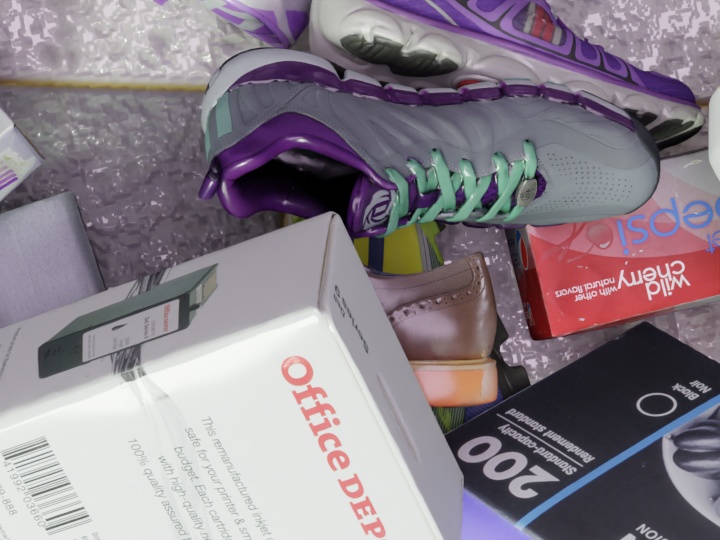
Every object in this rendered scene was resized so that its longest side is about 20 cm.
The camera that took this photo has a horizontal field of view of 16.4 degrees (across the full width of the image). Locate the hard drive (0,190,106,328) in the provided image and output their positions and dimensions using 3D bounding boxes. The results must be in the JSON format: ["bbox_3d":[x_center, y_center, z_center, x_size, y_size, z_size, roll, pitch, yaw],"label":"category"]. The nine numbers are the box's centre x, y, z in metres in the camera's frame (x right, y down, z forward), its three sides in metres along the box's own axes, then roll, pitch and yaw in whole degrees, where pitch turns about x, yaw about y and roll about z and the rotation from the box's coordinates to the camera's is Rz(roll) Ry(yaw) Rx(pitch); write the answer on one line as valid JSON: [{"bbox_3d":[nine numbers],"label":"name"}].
[{"bbox_3d":[-0.164,0.081,1.134,0.139,0.033,0.201,-19,90,-6],"label":"hard drive"}]

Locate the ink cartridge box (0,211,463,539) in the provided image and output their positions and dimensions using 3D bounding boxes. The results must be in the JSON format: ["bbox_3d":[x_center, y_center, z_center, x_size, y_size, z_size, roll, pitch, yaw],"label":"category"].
[{"bbox_3d":[-0.072,0.082,1.029,0.199,0.084,0.146,-19,117,14],"label":"ink cartridge box"}]

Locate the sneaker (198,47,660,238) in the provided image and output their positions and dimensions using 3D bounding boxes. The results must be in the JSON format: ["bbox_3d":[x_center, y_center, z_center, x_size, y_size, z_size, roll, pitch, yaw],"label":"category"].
[{"bbox_3d":[0.029,-0.035,1.056,0.199,0.088,0.075,7,127,-3],"label":"sneaker"}]

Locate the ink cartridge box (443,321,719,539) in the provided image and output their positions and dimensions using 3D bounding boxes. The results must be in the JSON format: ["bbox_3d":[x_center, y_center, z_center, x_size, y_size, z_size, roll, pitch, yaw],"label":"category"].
[{"bbox_3d":[0.117,0.114,1.055,0.199,0.198,0.044,-30,130,-28],"label":"ink cartridge box"}]

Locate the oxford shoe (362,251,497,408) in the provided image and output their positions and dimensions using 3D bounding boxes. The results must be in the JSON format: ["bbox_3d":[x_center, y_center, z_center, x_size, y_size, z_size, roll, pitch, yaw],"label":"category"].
[{"bbox_3d":[-0.039,0.019,1.092,0.199,0.071,0.073,2,93,4],"label":"oxford shoe"}]

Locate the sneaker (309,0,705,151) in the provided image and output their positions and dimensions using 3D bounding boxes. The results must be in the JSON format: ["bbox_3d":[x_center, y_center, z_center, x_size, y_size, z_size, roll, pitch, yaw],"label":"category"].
[{"bbox_3d":[0.072,-0.105,1.122,0.199,0.081,0.084,20,66,-27],"label":"sneaker"}]

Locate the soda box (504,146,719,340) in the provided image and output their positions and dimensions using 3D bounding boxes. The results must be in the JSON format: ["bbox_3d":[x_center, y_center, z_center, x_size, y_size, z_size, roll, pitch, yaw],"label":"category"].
[{"bbox_3d":[0.169,-0.023,1.151,0.199,0.063,0.070,-13,88,-5],"label":"soda box"}]

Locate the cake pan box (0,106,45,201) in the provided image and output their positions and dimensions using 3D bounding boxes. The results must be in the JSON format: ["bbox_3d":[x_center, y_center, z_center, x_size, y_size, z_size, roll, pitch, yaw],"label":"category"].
[{"bbox_3d":[-0.263,-0.054,1.091,0.184,0.052,0.200,-42,70,-3],"label":"cake pan box"}]

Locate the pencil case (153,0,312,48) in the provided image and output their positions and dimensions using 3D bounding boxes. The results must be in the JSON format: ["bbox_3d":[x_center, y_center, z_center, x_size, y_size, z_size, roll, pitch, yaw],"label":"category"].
[{"bbox_3d":[-0.020,-0.199,1.135,0.085,0.084,0.201,27,82,32],"label":"pencil case"}]

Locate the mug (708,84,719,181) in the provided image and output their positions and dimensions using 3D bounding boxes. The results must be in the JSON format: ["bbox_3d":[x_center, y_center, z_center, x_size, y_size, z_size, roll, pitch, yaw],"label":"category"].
[{"bbox_3d":[0.234,-0.041,1.076,0.149,0.186,0.153,-41,81,27],"label":"mug"}]

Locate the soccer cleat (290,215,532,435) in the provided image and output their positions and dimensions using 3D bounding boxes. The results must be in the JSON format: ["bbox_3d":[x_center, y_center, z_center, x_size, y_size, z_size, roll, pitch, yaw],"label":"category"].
[{"bbox_3d":[0.000,0.000,1.134,0.083,0.065,0.201,-31,92,-10],"label":"soccer cleat"}]
